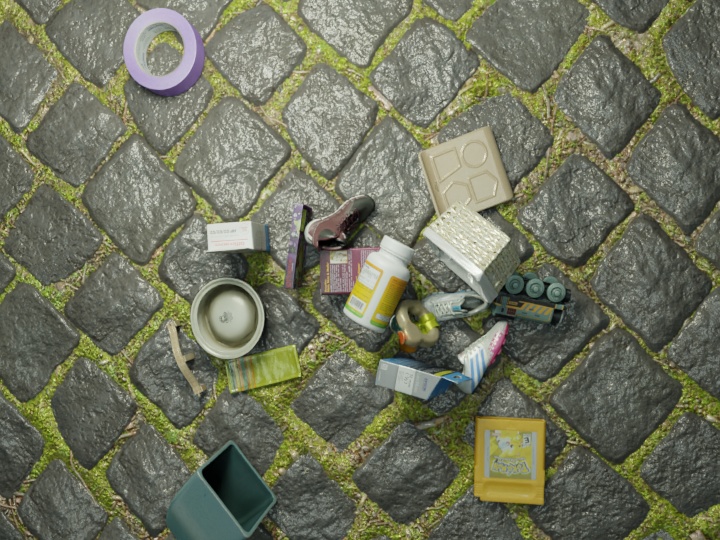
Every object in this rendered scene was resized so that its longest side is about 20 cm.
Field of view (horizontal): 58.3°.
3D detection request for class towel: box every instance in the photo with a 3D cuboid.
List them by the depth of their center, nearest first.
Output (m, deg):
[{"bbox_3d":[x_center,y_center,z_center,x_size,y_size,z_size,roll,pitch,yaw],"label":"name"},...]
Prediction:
[{"bbox_3d":[-0.251,0.254,1.661,0.194,0.018,0.089,-14,90,6],"label":"towel"}]

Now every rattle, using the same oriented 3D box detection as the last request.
[{"bbox_3d":[0.092,0.155,1.505,0.141,0.199,0.133,-27,95,32],"label":"rattle"}]

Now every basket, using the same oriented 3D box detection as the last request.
[{"bbox_3d":[0.263,-0.049,1.504,0.123,0.136,0.200,-44,53,-1],"label":"basket"}]

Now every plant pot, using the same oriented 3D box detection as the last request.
[{"bbox_3d":[-0.363,0.589,1.600,0.199,0.196,0.198,-41,86,16],"label":"plant pot"}]

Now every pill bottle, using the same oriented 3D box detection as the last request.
[{"bbox_3d":[0.049,0.029,1.489,0.109,0.111,0.204,26,95,6],"label":"pill bottle"}]

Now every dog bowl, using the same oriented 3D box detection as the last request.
[{"bbox_3d":[-0.328,0.117,1.641,0.194,0.074,0.207,0,92,7],"label":"dog bowl"}]

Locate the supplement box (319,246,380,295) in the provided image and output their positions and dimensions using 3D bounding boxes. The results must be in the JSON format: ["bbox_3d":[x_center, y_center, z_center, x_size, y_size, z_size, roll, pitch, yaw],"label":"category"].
[{"bbox_3d":[0.000,0.000,1.594,0.194,0.086,0.114,-2,91,6],"label":"supplement box"}]

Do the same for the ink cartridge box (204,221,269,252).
[{"bbox_3d":[-0.300,-0.079,1.571,0.111,0.200,0.070,-4,90,6],"label":"ink cartridge box"}]

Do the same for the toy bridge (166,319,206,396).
[{"bbox_3d":[-0.451,0.228,1.660,0.027,0.067,0.205,-23,87,6],"label":"toy bridge"}]

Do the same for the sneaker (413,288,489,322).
[{"bbox_3d":[0.221,0.086,1.569,0.194,0.087,0.077,-15,91,8],"label":"sneaker"}]

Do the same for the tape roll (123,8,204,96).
[{"bbox_3d":[-0.503,-0.559,1.658,0.194,0.066,0.207,0,91,7],"label":"tape roll"}]

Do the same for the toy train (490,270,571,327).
[{"bbox_3d":[0.403,0.067,1.548,0.194,0.085,0.117,11,105,-3],"label":"toy train"}]

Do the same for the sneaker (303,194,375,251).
[{"bbox_3d":[-0.034,-0.102,1.565,0.197,0.116,0.077,-31,125,-7],"label":"sneaker"}]

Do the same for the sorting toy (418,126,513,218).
[{"bbox_3d":[0.258,-0.233,1.589,0.195,0.036,0.190,-19,89,2],"label":"sorting toy"}]

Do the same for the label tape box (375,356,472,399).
[{"bbox_3d":[0.152,0.260,1.524,0.195,0.142,0.068,14,92,25],"label":"label tape box"}]

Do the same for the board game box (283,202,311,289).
[{"bbox_3d":[-0.154,-0.059,1.595,0.031,0.120,0.207,7,91,9],"label":"board game box"}]

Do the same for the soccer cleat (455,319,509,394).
[{"bbox_3d":[0.289,0.201,1.570,0.085,0.070,0.204,27,94,5],"label":"soccer cleat"}]

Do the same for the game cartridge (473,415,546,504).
[{"bbox_3d":[0.366,0.465,1.583,0.171,0.032,0.207,1,90,7],"label":"game cartridge"}]
